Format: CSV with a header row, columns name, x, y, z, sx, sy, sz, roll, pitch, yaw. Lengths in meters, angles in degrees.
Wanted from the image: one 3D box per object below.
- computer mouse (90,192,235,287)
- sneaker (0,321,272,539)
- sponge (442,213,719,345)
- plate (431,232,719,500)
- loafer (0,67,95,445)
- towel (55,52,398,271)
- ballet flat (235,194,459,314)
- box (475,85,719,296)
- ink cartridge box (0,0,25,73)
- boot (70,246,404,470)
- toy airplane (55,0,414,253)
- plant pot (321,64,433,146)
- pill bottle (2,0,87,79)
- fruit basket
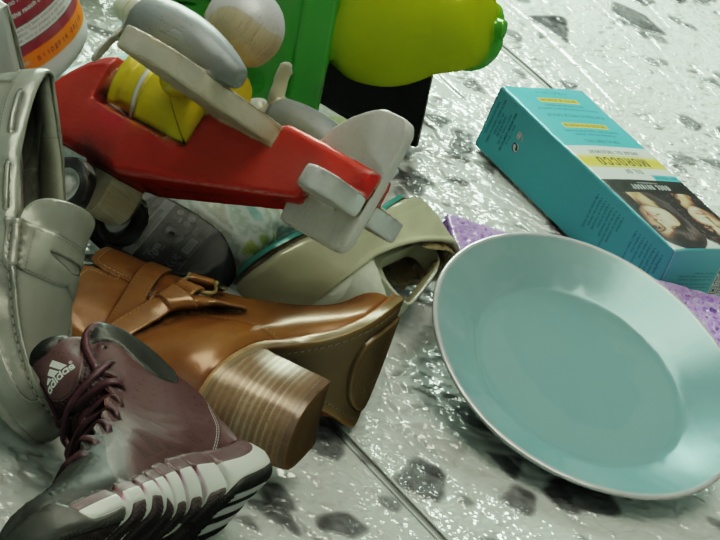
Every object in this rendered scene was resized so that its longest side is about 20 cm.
name,x,y,z,sx,sy,sz,roll,pitch,yaw
computer mouse,-0.158,-0.037,1.550,0.199,0.034,0.059,31,47,11
sneaker,-0.131,0.083,1.279,0.116,0.076,0.200,50,22,13
sponge,0.145,0.029,1.695,0.199,0.030,0.112,17,27,-17
plate,0.128,0.059,1.592,0.199,0.026,0.201,16,42,-15
loafer,-0.167,-0.012,1.378,0.070,0.069,0.201,39,34,-63
towel,-0.086,-0.076,1.673,0.171,0.048,0.200,32,27,17
ballet flat,0.000,0.000,1.592,0.069,0.070,0.200,33,25,18
box,0.168,-0.049,1.841,0.082,0.049,0.200,0,35,-41
ink cartridge box,-0.296,-0.125,1.469,0.200,0.084,0.145,36,64,23
boot,-0.069,0.028,1.467,0.154,0.074,0.200,24,19,14
toy airplane,-0.061,-0.083,1.460,0.198,0.142,0.200,15,-13,-18
plant pot,-0.032,-0.225,1.853,0.176,0.201,0.200,9,28,-7
pill bottle,-0.239,-0.200,1.577,0.112,0.201,0.113,-15,31,9
fruit basket,-0.020,-0.172,1.627,0.214,0.217,0.156,12,30,-25
